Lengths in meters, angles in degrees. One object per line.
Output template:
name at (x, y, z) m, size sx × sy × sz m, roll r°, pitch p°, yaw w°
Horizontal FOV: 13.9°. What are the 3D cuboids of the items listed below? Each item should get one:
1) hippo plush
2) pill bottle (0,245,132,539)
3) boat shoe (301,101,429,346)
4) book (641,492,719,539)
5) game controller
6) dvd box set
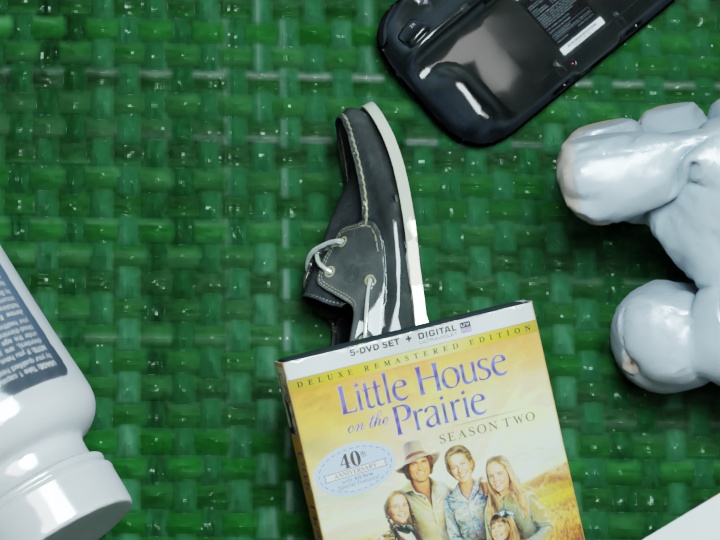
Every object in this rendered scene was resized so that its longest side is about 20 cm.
hippo plush at (0.213, -0.012, 1.671) m, size 0.200 × 0.159 × 0.161 m, roll -6°, pitch 100°, yaw 26°
pill bottle at (-0.213, 0.065, 1.590) m, size 0.120 × 0.120 × 0.200 m, roll -30°, pitch 77°, yaw -16°
boat shoe at (0.000, 0.000, 1.665) m, size 0.068 × 0.072 × 0.200 m, roll -3°, pitch 75°, yaw -9°
book at (0.165, 0.199, 1.498) m, size 0.200 × 0.048 × 0.134 m, roll -35°, pitch 83°, yaw 25°
game controller at (0.107, -0.162, 1.757) m, size 0.200 × 0.042 × 0.104 m, roll -39°, pitch 94°, yaw -17°
dvd box set at (0.046, 0.129, 1.613) m, size 0.146 × 0.029 × 0.200 m, roll -13°, pitch 94°, yaw -12°
